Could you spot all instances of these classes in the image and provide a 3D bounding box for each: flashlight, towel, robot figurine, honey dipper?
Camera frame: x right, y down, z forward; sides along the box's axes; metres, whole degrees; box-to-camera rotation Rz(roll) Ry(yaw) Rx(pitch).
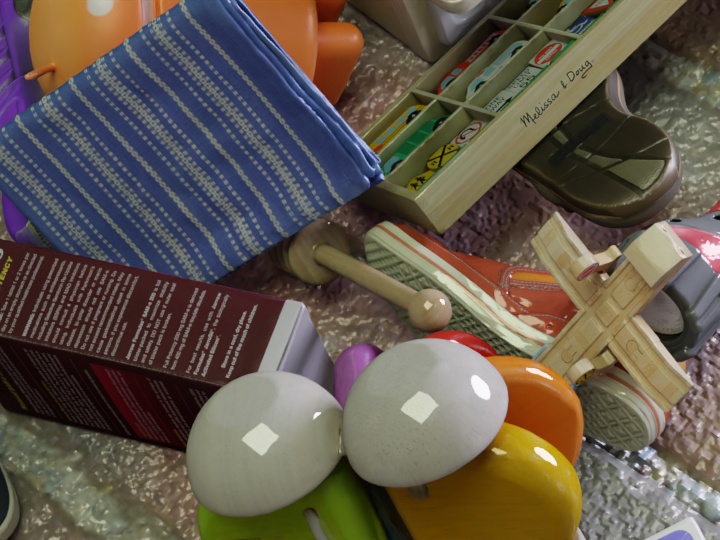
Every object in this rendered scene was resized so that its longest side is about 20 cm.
[{"bbox_3d":[0.200,-0.038,1.499,0.068,0.068,0.200,5,43,42],"label":"flashlight"},{"bbox_3d":[-0.100,-0.057,1.541,0.199,0.145,0.024,-31,20,30],"label":"towel"},{"bbox_3d":[-0.101,-0.132,1.609,0.199,0.117,0.145,1,93,-22],"label":"robot figurine"},{"bbox_3d":[0.000,0.000,1.514,0.038,0.038,0.200,-43,24,-10],"label":"honey dipper"}]

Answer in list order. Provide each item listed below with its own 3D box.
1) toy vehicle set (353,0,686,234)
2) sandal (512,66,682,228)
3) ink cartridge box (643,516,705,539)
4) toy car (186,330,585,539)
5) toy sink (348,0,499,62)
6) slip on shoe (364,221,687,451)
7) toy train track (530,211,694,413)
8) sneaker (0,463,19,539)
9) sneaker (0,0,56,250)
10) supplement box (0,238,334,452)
[{"bbox_3d":[0.082,-0.105,1.581,0.200,0.027,0.124,-44,24,-11],"label":"toy vehicle set"},{"bbox_3d":[0.131,-0.062,1.536,0.082,0.055,0.200,-39,26,-1],"label":"sandal"},{"bbox_3d":[0.120,0.249,1.396,0.197,0.043,0.201,-26,55,0],"label":"ink cartridge box"},{"bbox_3d":[0.018,0.097,1.410,0.199,0.176,0.150,-12,37,21],"label":"toy car"},{"bbox_3d":[0.042,-0.212,1.643,0.200,0.112,0.130,37,77,30],"label":"toy sink"},{"bbox_3d":[0.087,0.027,1.522,0.199,0.074,0.061,28,58,24],"label":"slip on shoe"},{"bbox_3d":[0.096,0.051,1.449,0.115,0.032,0.200,52,127,19],"label":"toy train track"},{"bbox_3d":[-0.261,0.070,1.583,0.075,0.085,0.200,-40,58,-9],"label":"sneaker"},{"bbox_3d":[-0.209,-0.089,1.675,0.099,0.070,0.201,-13,54,16],"label":"sneaker"},{"bbox_3d":[-0.116,0.048,1.541,0.199,0.109,0.061,11,65,20],"label":"supplement box"}]
